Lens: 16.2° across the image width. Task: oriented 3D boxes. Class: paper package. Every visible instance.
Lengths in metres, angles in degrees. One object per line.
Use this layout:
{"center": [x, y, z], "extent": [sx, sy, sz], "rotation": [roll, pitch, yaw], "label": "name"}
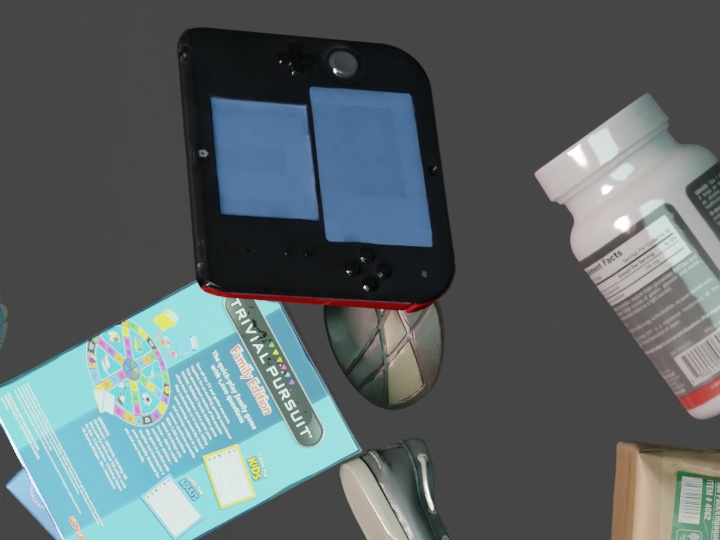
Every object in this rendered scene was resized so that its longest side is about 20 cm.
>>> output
{"center": [0.216, 0.214, 1.641], "extent": [0.103, 0.191, 0.200], "rotation": [5, 88, 2], "label": "paper package"}

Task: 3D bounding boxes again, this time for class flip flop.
{"center": [0.000, 0.000, 1.720], "extent": [0.081, 0.058, 0.200], "rotation": [-32, 73, 10], "label": "flip flop"}

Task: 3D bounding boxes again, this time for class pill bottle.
{"center": [0.212, -0.011, 1.681], "extent": [0.116, 0.116, 0.200], "rotation": [-35, 88, 1], "label": "pill bottle"}

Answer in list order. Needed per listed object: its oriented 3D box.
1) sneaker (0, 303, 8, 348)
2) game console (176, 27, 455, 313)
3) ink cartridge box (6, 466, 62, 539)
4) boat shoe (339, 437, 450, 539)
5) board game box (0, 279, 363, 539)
{"center": [-0.317, 0.091, 1.708], "extent": [0.078, 0.090, 0.200], "rotation": [30, 91, 2], "label": "sneaker"}
{"center": [-0.029, -0.068, 1.667], "extent": [0.177, 0.031, 0.200], "rotation": [6, 60, -23], "label": "game console"}
{"center": [-0.127, 0.116, 1.713], "extent": [0.200, 0.067, 0.116], "rotation": [-44, 88, 1], "label": "ink cartridge box"}
{"center": [0.060, 0.200, 1.638], "extent": [0.062, 0.073, 0.200], "rotation": [-27, 80, -18], "label": "boat shoe"}
{"center": [-0.121, 0.099, 1.656], "extent": [0.200, 0.047, 0.151], "rotation": [-28, 88, -1], "label": "board game box"}
